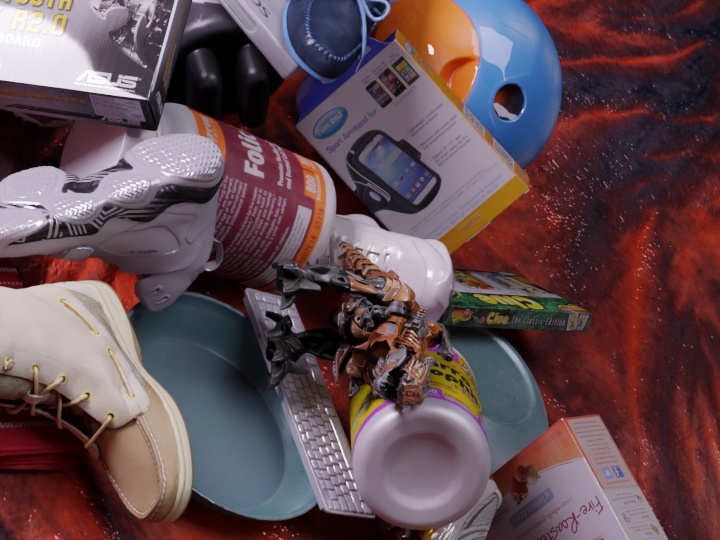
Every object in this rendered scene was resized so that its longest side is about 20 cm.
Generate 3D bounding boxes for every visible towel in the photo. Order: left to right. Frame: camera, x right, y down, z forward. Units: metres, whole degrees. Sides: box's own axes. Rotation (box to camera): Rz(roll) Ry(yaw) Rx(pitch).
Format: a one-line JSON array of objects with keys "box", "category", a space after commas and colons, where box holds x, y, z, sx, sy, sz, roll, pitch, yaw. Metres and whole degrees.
[{"box": [-0.277, 0.051, 1.486, 0.144, 0.022, 0.201, 2, 54, -48], "category": "towel"}]

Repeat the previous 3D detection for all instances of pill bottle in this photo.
[{"box": [-0.128, -0.063, 1.686, 0.199, 0.114, 0.115, 21, 41, -35], "category": "pill bottle"}, {"box": [0.043, 0.114, 1.670, 0.104, 0.104, 0.200, 38, 14, -14], "category": "pill bottle"}]

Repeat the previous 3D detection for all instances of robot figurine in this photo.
[{"box": [-0.127, -0.215, 1.833, 0.150, 0.125, 0.201, 23, 41, -42], "category": "robot figurine"}]

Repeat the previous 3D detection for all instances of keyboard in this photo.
[{"box": [-0.040, 0.101, 1.649, 0.056, 0.011, 0.201, 9, 49, -44], "category": "keyboard"}]

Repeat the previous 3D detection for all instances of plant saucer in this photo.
[{"box": [-0.108, 0.107, 1.606, 0.199, 0.036, 0.201, 30, 37, -25], "category": "plant saucer"}, {"box": [0.098, 0.097, 1.847, 0.200, 0.039, 0.202, 30, 36, -25], "category": "plant saucer"}]

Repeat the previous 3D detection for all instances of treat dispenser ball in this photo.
[{"box": [0.083, -0.167, 1.952, 0.200, 0.201, 0.202, 29, 37, -25], "category": "treat dispenser ball"}]

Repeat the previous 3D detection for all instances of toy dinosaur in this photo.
[{"box": [-0.001, 0.042, 1.625, 0.135, 0.103, 0.200, 2, 9, -10], "category": "toy dinosaur"}]

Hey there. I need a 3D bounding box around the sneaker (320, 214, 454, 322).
[{"box": [0.000, 0.000, 1.752, 0.099, 0.075, 0.200, 4, 9, -34], "category": "sneaker"}]

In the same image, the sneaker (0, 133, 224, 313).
[{"box": [-0.189, -0.020, 1.565, 0.199, 0.115, 0.075, -18, 38, -17], "category": "sneaker"}]

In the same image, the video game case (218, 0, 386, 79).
[{"box": [-0.074, -0.261, 1.812, 0.183, 0.022, 0.200, 50, 31, -1], "category": "video game case"}]

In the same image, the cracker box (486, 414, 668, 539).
[{"box": [0.177, 0.234, 1.709, 0.058, 0.134, 0.201, -2, 57, -49], "category": "cracker box"}]

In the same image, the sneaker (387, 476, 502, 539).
[{"box": [0.061, 0.230, 1.650, 0.082, 0.078, 0.200, 52, 39, -9], "category": "sneaker"}]

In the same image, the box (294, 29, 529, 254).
[{"box": [0.037, -0.110, 1.849, 0.200, 0.119, 0.042, 48, 17, -10], "category": "box"}]

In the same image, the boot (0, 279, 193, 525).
[{"box": [-0.207, 0.086, 1.444, 0.154, 0.072, 0.201, 6, 46, -46], "category": "boot"}]

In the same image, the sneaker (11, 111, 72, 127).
[{"box": [-0.268, -0.209, 1.699, 0.075, 0.090, 0.201, -6, 60, -51], "category": "sneaker"}]

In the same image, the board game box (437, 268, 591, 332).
[{"box": [0.104, 0.024, 1.897, 0.199, 0.024, 0.105, 4, 21, -47], "category": "board game box"}]

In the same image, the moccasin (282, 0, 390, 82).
[{"box": [-0.013, -0.231, 1.772, 0.080, 0.068, 0.200, 38, 34, -19], "category": "moccasin"}]

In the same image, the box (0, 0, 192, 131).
[{"box": [-0.231, -0.195, 1.617, 0.199, 0.048, 0.159, 9, 66, 9], "category": "box"}]
